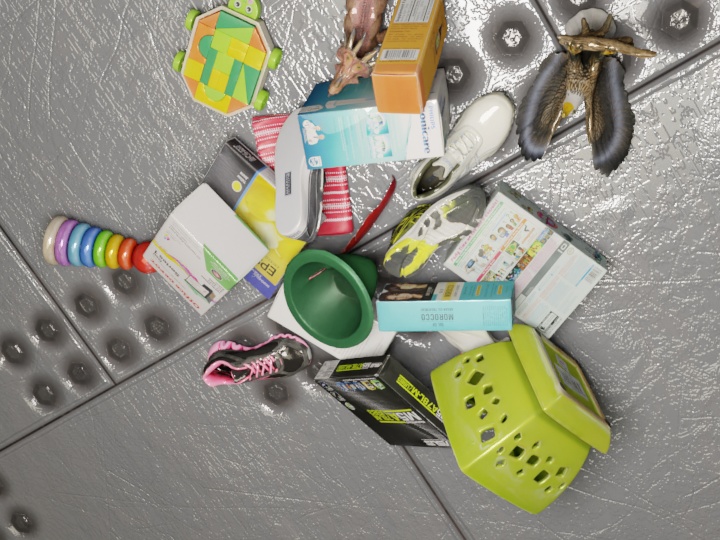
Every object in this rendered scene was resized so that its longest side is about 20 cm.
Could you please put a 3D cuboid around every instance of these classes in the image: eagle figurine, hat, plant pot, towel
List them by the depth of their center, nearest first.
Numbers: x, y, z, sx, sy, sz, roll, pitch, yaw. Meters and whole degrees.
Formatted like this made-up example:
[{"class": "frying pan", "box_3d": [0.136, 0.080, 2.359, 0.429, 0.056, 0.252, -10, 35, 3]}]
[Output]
[{"class": "eagle figurine", "box_3d": [0.301, -0.242, 1.297, 0.152, 0.150, 0.201, 53, 160, 33]}, {"class": "plant pot", "box_3d": [0.249, 0.213, 1.420, 0.181, 0.200, 0.199, -40, 128, 19]}, {"class": "hat", "box_3d": [0.000, 0.000, 1.471, 0.166, 0.176, 0.200, 51, 136, -2]}, {"class": "towel", "box_3d": [-0.091, -0.147, 1.486, 0.143, 0.023, 0.202, -3, 111, 16]}]

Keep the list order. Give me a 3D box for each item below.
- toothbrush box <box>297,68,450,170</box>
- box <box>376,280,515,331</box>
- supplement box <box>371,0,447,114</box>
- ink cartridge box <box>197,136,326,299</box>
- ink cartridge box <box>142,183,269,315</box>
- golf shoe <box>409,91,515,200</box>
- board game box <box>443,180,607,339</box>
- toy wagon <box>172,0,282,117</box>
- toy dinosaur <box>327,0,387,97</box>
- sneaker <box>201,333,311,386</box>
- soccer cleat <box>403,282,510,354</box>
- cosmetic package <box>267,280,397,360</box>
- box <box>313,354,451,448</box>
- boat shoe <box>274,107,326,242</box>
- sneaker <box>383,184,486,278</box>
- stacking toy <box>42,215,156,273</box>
[{"class": "toothbrush box", "box_3d": [0.024, -0.217, 1.344, 0.198, 0.147, 0.086, -6, 117, 11]}, {"class": "box", "box_3d": [0.128, 0.052, 1.402, 0.198, 0.082, 0.050, -1, 108, 13]}, {"class": "supplement box", "box_3d": [0.069, -0.299, 1.276, 0.068, 0.201, 0.067, 5, 138, 17]}, {"class": "ink cartridge box", "box_3d": [-0.181, -0.074, 1.510, 0.197, 0.047, 0.201, 40, 120, 4]}, {"class": "ink cartridge box", "box_3d": [-0.248, -0.028, 1.492, 0.145, 0.084, 0.200, 46, 150, -5]}, {"class": "golf shoe", "box_3d": [0.147, -0.170, 1.369, 0.078, 0.097, 0.200, 41, 115, -3]}, {"class": "board game box", "box_3d": [0.248, -0.015, 1.425, 0.199, 0.064, 0.148, 36, 116, -3]}, {"class": "toy wagon", "box_3d": [-0.196, -0.338, 1.424, 0.154, 0.040, 0.201, 25, 117, 4]}, {"class": "toy dinosaur", "box_3d": [0.004, -0.348, 1.311, 0.085, 0.136, 0.202, 5, 113, 13]}, {"class": "sneaker", "box_3d": [-0.180, 0.163, 1.601, 0.198, 0.095, 0.080, -9, 108, 17]}, {"class": "soccer cleat", "box_3d": [0.147, 0.076, 1.494, 0.200, 0.069, 0.078, 40, 103, -6]}, {"class": "cosmetic package", "box_3d": [-0.039, 0.074, 1.537, 0.199, 0.074, 0.102, 32, 117, 3]}, {"class": "box", "box_3d": [0.047, 0.212, 1.506, 0.193, 0.048, 0.199, 45, 152, -20]}, {"class": "boat shoe", "box_3d": [-0.083, -0.142, 1.421, 0.071, 0.068, 0.203, -10, 72, 36]}, {"class": "sneaker", "box_3d": [0.105, -0.075, 1.418, 0.074, 0.085, 0.200, 33, 125, -29]}, {"class": "stacking toy", "box_3d": [-0.430, -0.033, 1.601, 0.198, 0.086, 0.086, 12, 115, 5]}]
